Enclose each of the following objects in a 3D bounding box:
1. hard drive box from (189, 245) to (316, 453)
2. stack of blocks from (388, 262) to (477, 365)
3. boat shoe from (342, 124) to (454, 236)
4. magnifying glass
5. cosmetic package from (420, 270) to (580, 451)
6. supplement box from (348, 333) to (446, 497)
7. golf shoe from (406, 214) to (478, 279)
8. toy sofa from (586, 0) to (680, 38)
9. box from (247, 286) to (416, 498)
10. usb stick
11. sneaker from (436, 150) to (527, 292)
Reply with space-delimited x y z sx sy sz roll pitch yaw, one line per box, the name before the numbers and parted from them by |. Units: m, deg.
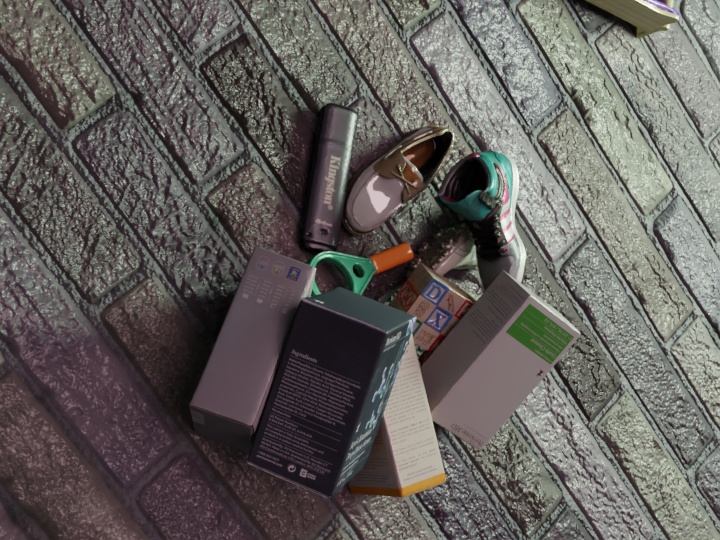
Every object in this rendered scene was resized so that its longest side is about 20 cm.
hard drive box | -0.124 0.095 1.416 0.077 0.156 0.200 19 69 2
stack of blocks | 0.128 0.091 1.610 0.200 0.059 0.115 32 99 -24
boat shoe | 0.050 -0.126 1.617 0.075 0.068 0.200 48 62 -17
magnifying glass | 0.000 0.000 1.567 0.200 0.022 0.080 -22 84 -48
cosmetic package | 0.166 0.115 1.549 0.108 0.085 0.200 33 98 -31
supplement box | 0.025 0.175 1.524 0.074 0.126 0.200 -13 91 -32
golf shoe | 0.148 -0.026 1.664 0.200 0.078 0.097 -43 111 -28
toy sofa | 0.396 -0.437 1.864 0.200 0.098 0.083 18 74 -28
box | -0.030 0.133 1.390 0.107 0.148 0.200 20 100 13
usb stick | -0.040 -0.119 1.581 0.055 0.033 0.200 17 75 -30
sneaker | 0.155 -0.064 1.566 0.121 0.084 0.200 12 71 -50
